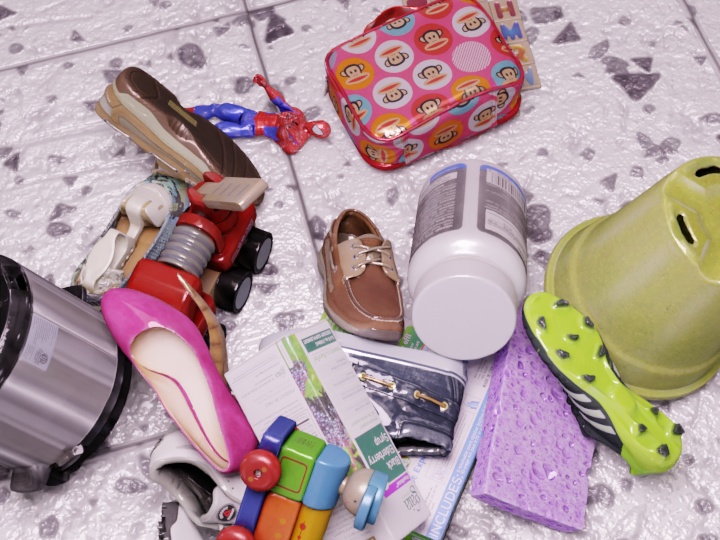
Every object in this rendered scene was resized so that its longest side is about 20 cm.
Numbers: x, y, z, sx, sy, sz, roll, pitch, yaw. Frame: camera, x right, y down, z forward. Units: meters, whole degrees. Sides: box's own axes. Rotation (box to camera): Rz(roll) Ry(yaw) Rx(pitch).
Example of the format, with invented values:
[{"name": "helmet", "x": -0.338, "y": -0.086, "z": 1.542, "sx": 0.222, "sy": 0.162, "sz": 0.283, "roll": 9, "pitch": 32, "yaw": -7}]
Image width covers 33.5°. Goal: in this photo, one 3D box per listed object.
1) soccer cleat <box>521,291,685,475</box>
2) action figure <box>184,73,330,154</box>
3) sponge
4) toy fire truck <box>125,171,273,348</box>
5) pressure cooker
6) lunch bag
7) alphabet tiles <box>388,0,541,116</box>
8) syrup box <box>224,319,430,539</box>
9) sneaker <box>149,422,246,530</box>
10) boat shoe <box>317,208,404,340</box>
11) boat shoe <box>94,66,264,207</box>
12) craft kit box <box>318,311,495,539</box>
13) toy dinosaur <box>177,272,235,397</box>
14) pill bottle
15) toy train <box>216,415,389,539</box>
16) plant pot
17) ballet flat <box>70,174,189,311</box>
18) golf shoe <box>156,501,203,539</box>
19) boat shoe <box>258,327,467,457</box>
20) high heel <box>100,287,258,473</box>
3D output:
[{"name": "soccer cleat", "x": 0.210, "y": 0.109, "z": 1.097, "sx": 0.067, "sy": 0.081, "sz": 0.200, "roll": -37, "pitch": 84, "yaw": -32}, {"name": "action figure", "x": -0.131, "y": -0.175, "z": 1.303, "sx": 0.199, "sy": 0.099, "sz": 0.065, "roll": 7, "pitch": 63, "yaw": 4}, {"name": "sponge", "x": 0.172, "y": 0.135, "z": 1.128, "sx": 0.111, "sy": 0.030, "sz": 0.201, "roll": 24, "pitch": 62, "yaw": -18}, {"name": "toy fire truck", "x": -0.153, "y": -0.017, "z": 1.157, "sx": 0.128, "sy": 0.200, "sz": 0.176, "roll": 19, "pitch": 64, "yaw": 13}, {"name": "pressure cooker", "x": -0.313, "y": 0.098, "z": 1.114, "sx": 0.176, "sy": 0.200, "sz": 0.179, "roll": -50, "pitch": 48, "yaw": 2}, {"name": "lunch bag", "x": 0.063, "y": -0.218, "z": 1.314, "sx": 0.200, "sy": 0.082, "sz": 0.176, "roll": -24, "pitch": 63, "yaw": -9}, {"name": "alphabet tiles", "x": 0.113, "y": -0.251, "z": 1.379, "sx": 0.166, "sy": 0.006, "sz": 0.201, "roll": -10, "pitch": 62, "yaw": -2}, {"name": "syrup box", "x": -0.028, "y": 0.153, "z": 1.047, "sx": 0.081, "sy": 0.079, "sz": 0.200, "roll": -33, "pitch": 83, "yaw": 28}, {"name": "sneaker", "x": -0.104, "y": 0.215, "z": 1.073, "sx": 0.200, "sy": 0.089, "sz": 0.074, "roll": 28, "pitch": 107, "yaw": 2}, {"name": "boat shoe", "x": 0.000, "y": 0.000, "z": 1.162, "sx": 0.075, "sy": 0.072, "sz": 0.200, "roll": 4, "pitch": 26, "yaw": -19}, {"name": "boat shoe", "x": -0.192, "y": -0.127, "z": 1.267, "sx": 0.200, "sy": 0.076, "sz": 0.072, "roll": 43, "pitch": 29, "yaw": -16}, {"name": "craft kit box", "x": 0.023, "y": 0.141, "z": 1.153, "sx": 0.197, "sy": 0.049, "sz": 0.200, "roll": 22, "pitch": 65, "yaw": 11}, {"name": "toy dinosaur", "x": -0.135, "y": 0.110, "z": 1.121, "sx": 0.106, "sy": 0.201, "sz": 0.060, "roll": 6, "pitch": 15, "yaw": -36}, {"name": "pill bottle", "x": 0.104, "y": -0.012, "z": 1.150, "sx": 0.113, "sy": 0.114, "sz": 0.200, "roll": 5, "pitch": 35, "yaw": 5}, {"name": "toy train", "x": -0.056, "y": 0.232, "z": 0.988, "sx": 0.115, "sy": 0.085, "sz": 0.201, "roll": 20, "pitch": 105, "yaw": 8}, {"name": "plant pot", "x": 0.298, "y": -0.006, "z": 1.108, "sx": 0.200, "sy": 0.184, "sz": 0.201, "roll": 7, "pitch": 62, "yaw": -13}, {"name": "ballet flat", "x": -0.239, "y": -0.036, "z": 1.247, "sx": 0.074, "sy": 0.074, "sz": 0.200, "roll": 18, "pitch": 64, "yaw": 12}, {"name": "golf shoe", "x": -0.118, "y": 0.292, "z": 1.066, "sx": 0.094, "sy": 0.078, "sz": 0.200, "roll": -21, "pitch": 73, "yaw": -11}, {"name": "boat shoe", "x": -0.004, "y": 0.114, "z": 1.105, "sx": 0.200, "sy": 0.071, "sz": 0.091, "roll": 8, "pitch": 61, "yaw": 7}, {"name": "high heel", "x": -0.166, "y": 0.097, "z": 1.053, "sx": 0.067, "sy": 0.096, "sz": 0.200, "roll": -40, "pitch": 91, "yaw": 14}]
